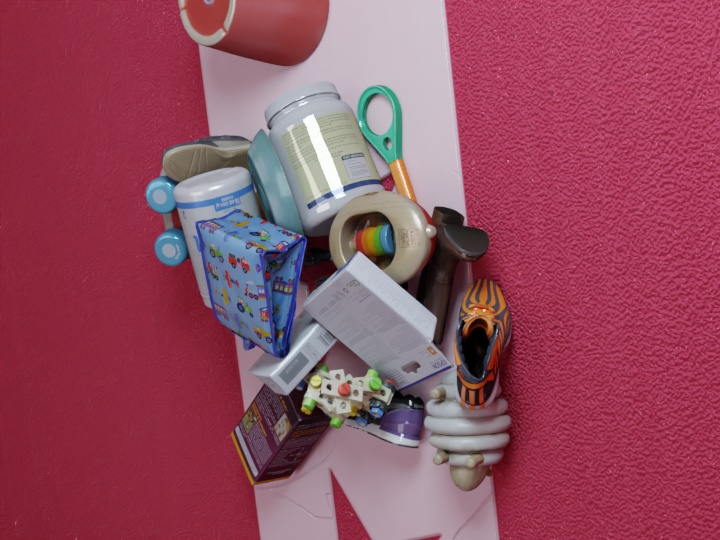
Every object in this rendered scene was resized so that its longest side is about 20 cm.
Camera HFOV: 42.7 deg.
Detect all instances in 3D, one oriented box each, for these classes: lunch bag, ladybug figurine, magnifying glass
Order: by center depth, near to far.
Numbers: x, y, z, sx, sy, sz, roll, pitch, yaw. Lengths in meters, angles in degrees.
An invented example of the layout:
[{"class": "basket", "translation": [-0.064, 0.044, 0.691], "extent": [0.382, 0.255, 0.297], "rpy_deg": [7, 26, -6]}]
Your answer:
[{"class": "ladybug figurine", "translation": [0.038, -0.044, 1.298], "extent": [0.198, 0.071, 0.138], "rpy_deg": [-2, 95, 47]}, {"class": "lunch bag", "translation": [-0.166, 0.032, 1.378], "extent": [0.149, 0.093, 0.203], "rpy_deg": [23, 121, 36]}, {"class": "magnifying glass", "translation": [0.046, -0.185, 1.401], "extent": [0.079, 0.022, 0.203], "rpy_deg": [-26, 81, 43]}]

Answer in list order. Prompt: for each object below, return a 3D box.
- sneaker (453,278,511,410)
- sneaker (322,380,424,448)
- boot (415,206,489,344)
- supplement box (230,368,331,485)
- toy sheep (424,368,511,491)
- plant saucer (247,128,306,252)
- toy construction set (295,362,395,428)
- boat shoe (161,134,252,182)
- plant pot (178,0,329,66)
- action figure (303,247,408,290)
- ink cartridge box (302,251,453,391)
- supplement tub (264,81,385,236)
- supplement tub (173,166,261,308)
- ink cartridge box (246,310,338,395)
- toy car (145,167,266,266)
[{"class": "sneaker", "translation": [0.165, 0.075, 1.230], "extent": [0.076, 0.202, 0.113], "rpy_deg": [2, 143, 8]}, {"class": "sneaker", "translation": [0.024, 0.215, 1.479], "extent": [0.198, 0.075, 0.089], "rpy_deg": [13, 89, 39]}, {"class": "boot", "translation": [0.119, 0.030, 1.303], "extent": [0.187, 0.063, 0.203], "rpy_deg": [-107, 28, -70]}, {"class": "supplement box", "translation": [-0.136, 0.268, 1.603], "extent": [0.201, 0.085, 0.111], "rpy_deg": [-55, 52, 35]}, {"class": "toy sheep", "translation": [0.151, 0.209, 1.305], "extent": [0.136, 0.137, 0.204], "rpy_deg": [1, 88, 42]}, {"class": "plant saucer", "translation": [-0.135, -0.116, 1.421], "extent": [0.200, 0.035, 0.203], "rpy_deg": [160, 91, -81]}, {"class": "toy construction set", "translation": [-0.026, 0.183, 1.384], "extent": [0.093, 0.130, 0.200], "rpy_deg": [-62, 10, -15]}, {"class": "boat shoe", "translation": [-0.254, -0.193, 1.560], "extent": [0.065, 0.198, 0.073], "rpy_deg": [40, 128, 38]}, {"class": "plant pot", "translation": [-0.177, -0.426, 1.456], "extent": [0.198, 0.176, 0.204], "rpy_deg": [9, 104, 41]}, {"class": "action figure", "translation": [0.000, 0.000, 1.425], "extent": [0.198, 0.102, 0.121], "rpy_deg": [-7, 108, 43]}, {"class": "ink cartridge box", "translation": [0.028, 0.078, 1.313], "extent": [0.200, 0.041, 0.199], "rpy_deg": [42, 152, -6]}, {"class": "supplement tub", "translation": [-0.058, -0.170, 1.415], "extent": [0.144, 0.144, 0.203], "rpy_deg": [-30, 78, 42]}, {"class": "supplement tub", "translation": [-0.219, -0.055, 1.498], "extent": [0.131, 0.131, 0.203], "rpy_deg": [2, 113, 42]}, {"class": "ink cartridge box", "translation": [-0.101, 0.124, 1.480], "extent": [0.047, 0.160, 0.200], "rpy_deg": [45, 164, -9]}, {"class": "toy car", "translation": [-0.243, -0.111, 1.613], "extent": [0.196, 0.185, 0.180], "rpy_deg": [-2, 109, 12]}]
